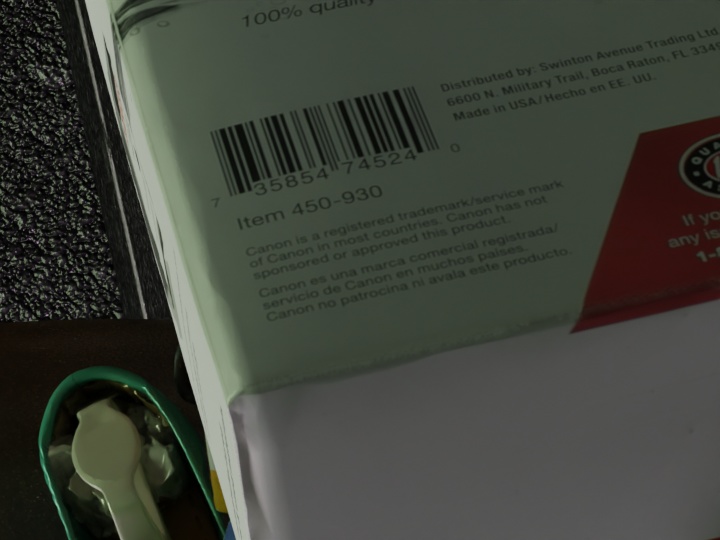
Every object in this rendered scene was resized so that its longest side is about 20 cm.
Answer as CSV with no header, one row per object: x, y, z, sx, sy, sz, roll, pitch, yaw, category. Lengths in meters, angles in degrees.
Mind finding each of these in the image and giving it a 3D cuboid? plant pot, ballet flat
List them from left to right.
-0.070,0.111,0.921,0.070,0.067,0.200,52,-173,-51,ballet flat
-0.064,0.097,1.107,0.187,0.199,0.188,169,90,-81,plant pot

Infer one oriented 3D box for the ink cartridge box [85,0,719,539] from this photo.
0.023,-0.030,0.582,0.201,0.146,0.083,-109,10,-46,ink cartridge box

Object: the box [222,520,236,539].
-0.004,0.133,0.808,0.048,0.122,0.201,47,-140,-29,box

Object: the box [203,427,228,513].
0.000,0.000,0.861,0.042,0.118,0.201,-54,-35,-49,box

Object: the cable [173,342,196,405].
-0.016,0.005,0.952,0.097,0.050,0.201,53,130,44,cable
